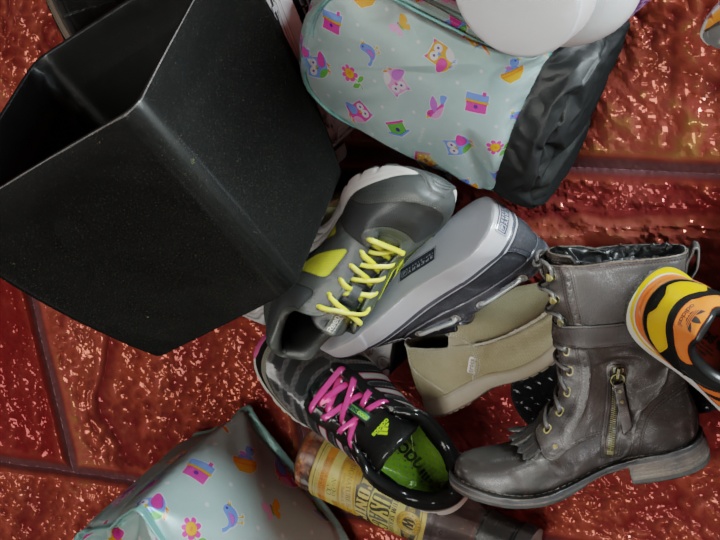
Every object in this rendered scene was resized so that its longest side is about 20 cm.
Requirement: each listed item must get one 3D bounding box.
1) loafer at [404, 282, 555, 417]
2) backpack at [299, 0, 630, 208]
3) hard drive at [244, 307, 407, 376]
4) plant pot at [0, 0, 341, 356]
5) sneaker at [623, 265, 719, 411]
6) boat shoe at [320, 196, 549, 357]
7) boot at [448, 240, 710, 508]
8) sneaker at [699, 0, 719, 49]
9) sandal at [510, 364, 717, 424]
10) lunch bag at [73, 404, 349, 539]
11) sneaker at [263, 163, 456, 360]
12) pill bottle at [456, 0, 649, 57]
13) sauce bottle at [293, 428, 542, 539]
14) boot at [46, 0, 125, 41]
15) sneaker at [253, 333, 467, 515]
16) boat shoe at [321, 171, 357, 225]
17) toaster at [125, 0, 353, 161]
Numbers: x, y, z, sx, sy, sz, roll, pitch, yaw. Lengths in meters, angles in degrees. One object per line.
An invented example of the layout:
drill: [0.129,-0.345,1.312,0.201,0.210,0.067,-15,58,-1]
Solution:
loafer: [0.100,0.043,1.490,0.068,0.076,0.200,49,130,-8]
backpack: [0.062,-0.145,1.375,0.200,0.127,0.167,29,125,10]
hard drive: [-0.049,-0.016,1.576,0.199,0.038,0.140,23,125,21]
plant pot: [-0.128,-0.065,1.369,0.200,0.200,0.177,-27,118,34]
sneaker: [0.264,0.071,1.344,0.200,0.090,0.070,32,93,-25]
boat shoe: [0.051,0.017,1.454,0.068,0.072,0.200,33,132,-26]
boot: [0.144,0.064,1.405,0.199,0.069,0.175,-11,111,7]
sneaker: [0.298,-0.171,1.252,0.200,0.078,0.077,-21,108,37]
sandal: [0.196,0.068,1.464,0.200,0.045,0.075,-15,107,39]
lunch bag: [-0.105,0.241,1.663,0.122,0.170,0.200,-27,100,44]
sneaker: [0.000,0.000,1.418,0.074,0.085,0.200,21,143,-26]
pill bottle: [0.136,-0.203,1.253,0.112,0.200,0.113,14,122,24]
sauce bottle: [0.045,0.179,1.604,0.199,0.066,0.066,21,124,21]
boot: [-0.198,-0.126,1.581,0.200,0.073,0.151,53,142,15]
sneaker: [0.007,0.111,1.520,0.200,0.087,0.074,41,85,-4]
boat shoe: [-0.079,-0.023,1.520,0.199,0.073,0.063,-7,117,31]
toaster: [-0.075,-0.162,1.466,0.129,0.114,0.201,-12,110,32]
